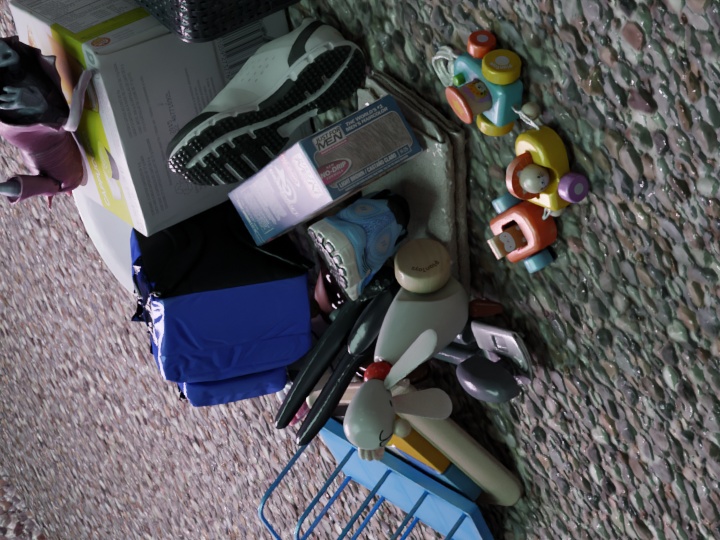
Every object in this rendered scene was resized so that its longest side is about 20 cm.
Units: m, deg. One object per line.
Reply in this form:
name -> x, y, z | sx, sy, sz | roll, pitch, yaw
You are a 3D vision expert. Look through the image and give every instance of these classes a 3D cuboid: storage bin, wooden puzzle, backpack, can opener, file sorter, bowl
storage bin -> -0.152, -0.304, 1.620 | 0.200, 0.135, 0.094 | 42, 149, 37
wooden puzzle -> 0.046, 0.175, 1.778 | 0.185, 0.037, 0.200 | 42, 158, -14
backpack -> -0.147, 0.024, 1.741 | 0.200, 0.162, 0.168 | -120, 30, -54
can opener -> -0.020, 0.079, 1.685 | 0.063, 0.079, 0.200 | 46, 115, 20
file sorter -> 0.018, 0.262, 1.803 | 0.200, 0.123, 0.139 | 28, 162, 28
can opener -> 0.092, 0.069, 1.629 | 0.200, 0.066, 0.053 | 21, 133, 63
bowl -> -0.257, -0.072, 2.130 | 0.201, 0.090, 0.201 | 45, 150, 35

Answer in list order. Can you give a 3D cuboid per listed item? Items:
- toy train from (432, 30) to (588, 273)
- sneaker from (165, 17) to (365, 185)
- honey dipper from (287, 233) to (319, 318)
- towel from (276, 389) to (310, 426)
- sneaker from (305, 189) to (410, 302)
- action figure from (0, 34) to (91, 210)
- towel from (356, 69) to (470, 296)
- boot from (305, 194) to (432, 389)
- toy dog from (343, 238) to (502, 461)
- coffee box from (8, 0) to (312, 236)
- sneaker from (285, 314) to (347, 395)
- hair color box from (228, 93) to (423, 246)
toy train -> 0.106, -0.089, 1.437 | 0.200, 0.056, 0.150 | 63, 156, -3
sneaker -> -0.090, -0.151, 1.616 | 0.080, 0.200, 0.074 | 56, 180, 45
honey dipper -> -0.082, -0.039, 1.818 | 0.038, 0.038, 0.200 | 117, 138, -62
towel -> -0.099, 0.059, 1.931 | 0.200, 0.030, 0.146 | 65, -168, -7
sneaker -> 0.008, -0.027, 1.592 | 0.078, 0.090, 0.200 | 58, 177, -2
action figure -> -0.291, -0.131, 1.679 | 0.149, 0.134, 0.200 | 3, 145, 14
towel -> 0.047, -0.072, 1.598 | 0.133, 0.034, 0.200 | 40, 148, 41
boot -> 0.000, 0.000, 1.738 | 0.186, 0.064, 0.200 | 38, 145, 42
toy dog -> 0.059, 0.073, 1.543 | 0.096, 0.200, 0.132 | 10, 161, 16
coffee box -> -0.193, -0.184, 1.749 | 0.198, 0.200, 0.200 | 31, 141, 49
sneaker -> -0.064, 0.080, 1.813 | 0.200, 0.071, 0.073 | -162, 51, -77
hair color box -> -0.035, -0.085, 1.580 | 0.061, 0.100, 0.200 | 60, 157, -1
